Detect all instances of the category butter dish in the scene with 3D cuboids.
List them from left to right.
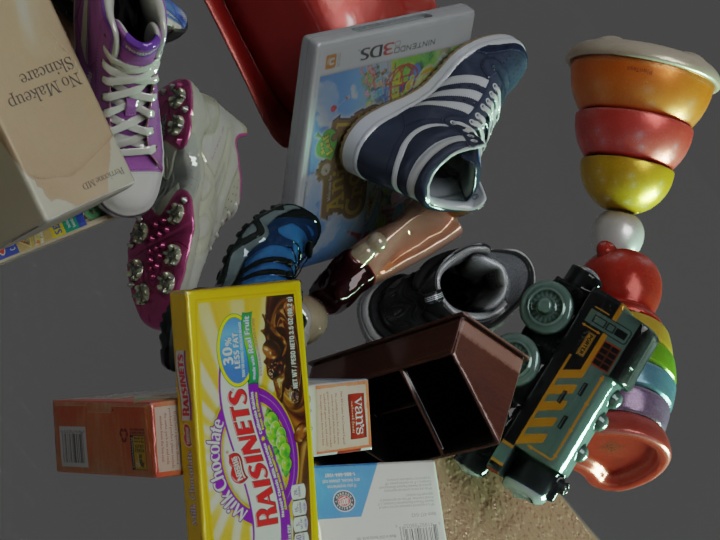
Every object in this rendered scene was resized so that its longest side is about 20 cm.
[{"bbox_3d":[-0.012,-0.232,1.776,0.200,0.147,0.201,-30,96,-41],"label":"butter dish"}]

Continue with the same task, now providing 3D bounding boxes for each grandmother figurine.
[{"bbox_3d":[0.000,0.000,1.734,0.200,0.121,0.061,-39,74,-18],"label":"grandmother figurine"}]

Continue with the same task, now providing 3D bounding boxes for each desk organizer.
[{"bbox_3d":[0.033,0.101,1.667,0.072,0.199,0.077,34,59,-26],"label":"desk organizer"}]

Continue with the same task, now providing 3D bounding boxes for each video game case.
[{"bbox_3d":[0.012,-0.110,1.759,0.181,0.022,0.201,-17,126,-41],"label":"video game case"}]

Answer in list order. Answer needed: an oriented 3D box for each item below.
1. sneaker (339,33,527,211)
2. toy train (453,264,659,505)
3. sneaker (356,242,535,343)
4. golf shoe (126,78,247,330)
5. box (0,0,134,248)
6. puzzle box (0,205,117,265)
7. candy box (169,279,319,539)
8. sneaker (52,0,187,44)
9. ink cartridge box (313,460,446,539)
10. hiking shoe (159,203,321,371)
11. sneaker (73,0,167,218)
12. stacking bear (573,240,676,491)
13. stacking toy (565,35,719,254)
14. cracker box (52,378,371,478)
[{"bbox_3d":[0.089,-0.116,1.735,0.200,0.108,0.070,-35,136,-29],"label":"sneaker"},{"bbox_3d":[0.161,0.096,1.792,0.201,0.114,0.085,-58,160,-4],"label":"toy train"},{"bbox_3d":[0.099,0.016,1.804,0.199,0.114,0.076,-17,87,-41],"label":"sneaker"},{"bbox_3d":[-0.128,-0.046,1.672,0.091,0.075,0.202,22,67,-43],"label":"golf shoe"},{"bbox_3d":[-0.255,-0.128,1.556,0.095,0.078,0.201,-29,94,-41],"label":"box"},{"bbox_3d":[-0.268,-0.112,1.610,0.133,0.025,0.201,-25,92,-40],"label":"puzzle box"},{"bbox_3d":[-0.080,0.111,1.508,0.102,0.026,0.202,-5,92,-36],"label":"candy box"},{"bbox_3d":[-0.211,-0.249,1.667,0.200,0.078,0.090,37,58,-24],"label":"sneaker"},{"bbox_3d":[-0.013,0.255,1.626,0.128,0.125,0.202,2,74,-38],"label":"ink cartridge box"},{"bbox_3d":[-0.073,0.024,1.644,0.086,0.075,0.200,20,44,19],"label":"hiking shoe"},{"bbox_3d":[-0.175,-0.135,1.578,0.072,0.114,0.202,-8,98,-18],"label":"sneaker"},{"bbox_3d":[0.224,0.074,1.896,0.121,0.113,0.201,25,56,-30],"label":"stacking bear"},{"bbox_3d":[0.244,-0.104,1.975,0.145,0.146,0.202,17,83,-34],"label":"stacking toy"},{"bbox_3d":[-0.108,0.115,1.587,0.199,0.134,0.058,-5,91,-39],"label":"cracker box"}]
